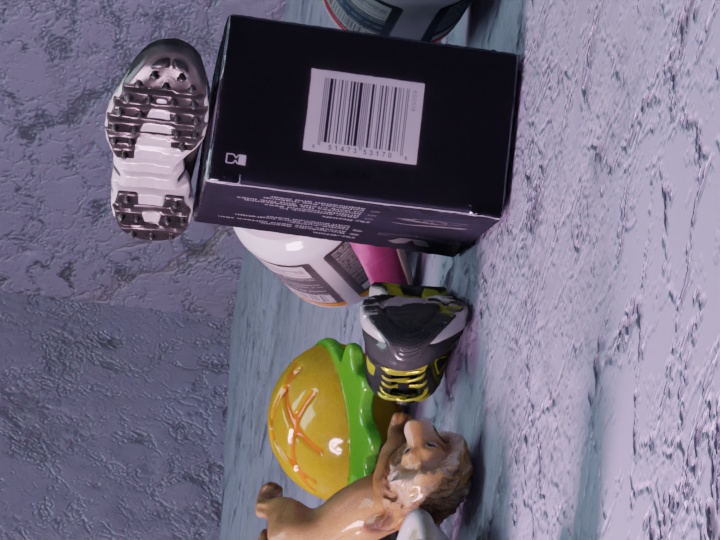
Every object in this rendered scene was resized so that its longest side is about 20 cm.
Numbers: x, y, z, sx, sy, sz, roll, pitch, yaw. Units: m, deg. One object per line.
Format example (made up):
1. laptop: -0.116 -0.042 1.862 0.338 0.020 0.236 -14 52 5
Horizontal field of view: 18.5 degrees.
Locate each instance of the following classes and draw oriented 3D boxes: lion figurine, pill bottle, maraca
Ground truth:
1. lion figurine: -0.004 0.159 1.477 0.200 0.072 0.123 -38 13 21
2. pill bottle: 0.038 -0.239 1.619 0.200 0.119 0.120 130 146 -78
3. pill bottle: -0.044 -0.048 1.877 0.200 0.116 0.117 48 -135 -66
4. maraca: -0.015 0.121 1.773 0.200 0.107 0.137 155 105 -74

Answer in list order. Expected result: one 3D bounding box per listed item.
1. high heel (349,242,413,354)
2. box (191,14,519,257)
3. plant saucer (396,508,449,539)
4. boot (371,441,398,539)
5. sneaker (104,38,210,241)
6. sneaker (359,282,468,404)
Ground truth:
1. high heel: 0.000 0.000 1.800 0.067 0.096 0.200 -94 12 -58
2. box: -0.009 -0.088 1.519 0.200 0.196 0.118 135 143 -80
3. plant saucer: 0.044 0.247 1.347 0.200 0.050 0.201 -172 90 -84
4. boot: 0.007 0.244 1.588 0.166 0.072 0.200 110 162 -48
5. sneaker: -0.134 -0.106 1.466 0.200 0.066 0.091 104 170 -59
6. sneaker: 0.038 0.058 1.571 0.200 0.074 0.085 -62 -26 -83
